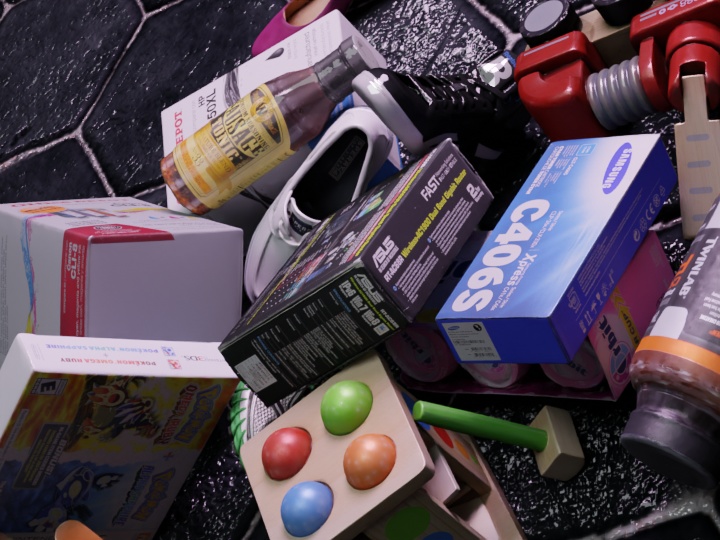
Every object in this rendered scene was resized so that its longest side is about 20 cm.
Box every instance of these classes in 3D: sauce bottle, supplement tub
[{"bbox_3d":[-0.074,-0.123,1.579,0.200,0.066,0.066,-36,42,16],"label":"sauce bottle"},{"bbox_3d":[0.248,0.043,1.268,0.107,0.107,0.200,15,69,46],"label":"supplement tub"}]

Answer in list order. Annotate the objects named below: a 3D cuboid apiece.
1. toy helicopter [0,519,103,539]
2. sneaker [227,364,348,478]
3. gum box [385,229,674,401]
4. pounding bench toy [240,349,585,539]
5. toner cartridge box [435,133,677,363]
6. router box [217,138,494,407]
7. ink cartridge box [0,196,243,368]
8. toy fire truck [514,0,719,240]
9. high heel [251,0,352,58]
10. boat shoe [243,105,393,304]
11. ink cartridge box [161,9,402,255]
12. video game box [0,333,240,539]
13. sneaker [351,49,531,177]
[{"bbox_3d":[-0.229,0.234,1.455,0.132,0.200,0.079,-26,42,47],"label":"toy helicopter"},{"bbox_3d":[-0.043,0.087,1.505,0.085,0.078,0.201,-6,55,36],"label":"sneaker"},{"bbox_3d":[0.118,0.030,1.394,0.200,0.066,0.114,0,39,41],"label":"gum box"},{"bbox_3d":[0.040,0.136,1.335,0.200,0.156,0.124,-38,42,11],"label":"pounding bench toy"},{"bbox_3d":[0.140,-0.017,1.333,0.095,0.043,0.200,-1,39,37],"label":"toner cartridge box"},{"bbox_3d":[0.000,0.000,1.407,0.150,0.062,0.200,-33,13,35],"label":"router box"},{"bbox_3d":[-0.209,0.023,1.589,0.200,0.145,0.145,15,106,54],"label":"ink cartridge box"},{"bbox_3d":[0.212,-0.121,1.435,0.176,0.129,0.200,-20,38,28],"label":"toy fire truck"},{"bbox_3d":[-0.038,-0.271,1.765,0.200,0.096,0.068,-34,43,15],"label":"high heel"},{"bbox_3d":[-0.044,-0.047,1.569,0.200,0.073,0.065,-63,-5,18],"label":"boat shoe"},{"bbox_3d":[-0.073,-0.114,1.681,0.200,0.084,0.145,-28,46,21],"label":"ink cartridge box"},{"bbox_3d":[-0.211,0.137,1.477,0.047,0.182,0.200,57,131,37],"label":"video game box"},{"bbox_3d":[0.073,-0.141,1.492,0.112,0.200,0.073,-44,64,6],"label":"sneaker"}]
